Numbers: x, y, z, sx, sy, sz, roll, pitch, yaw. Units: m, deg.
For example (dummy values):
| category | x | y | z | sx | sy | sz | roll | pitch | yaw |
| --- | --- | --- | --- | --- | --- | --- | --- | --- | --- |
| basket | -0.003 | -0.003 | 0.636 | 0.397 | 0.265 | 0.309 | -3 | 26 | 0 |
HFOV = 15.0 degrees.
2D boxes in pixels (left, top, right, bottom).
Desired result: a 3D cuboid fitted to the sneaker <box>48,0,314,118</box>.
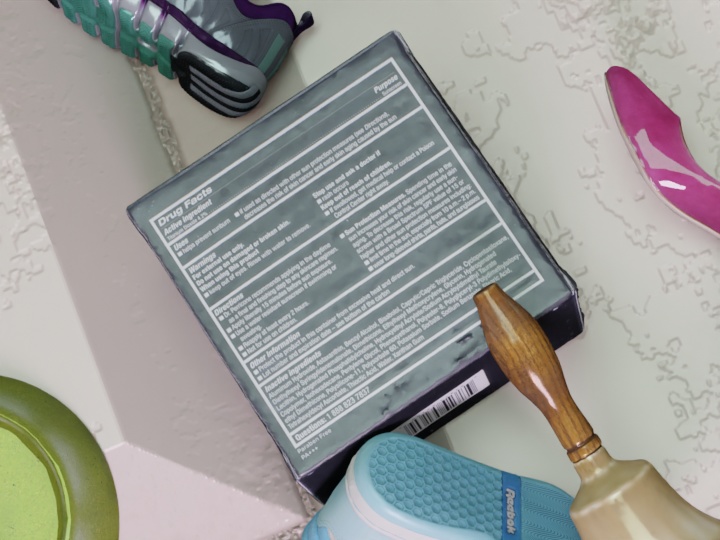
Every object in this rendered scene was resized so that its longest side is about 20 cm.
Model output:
| category | x | y | z | sx | sy | sz | roll | pitch | yaw |
| --- | --- | --- | --- | --- | --- | --- | --- | --- | --- |
| sneaker | -0.129 | -0.182 | 1.759 | 0.200 | 0.074 | 0.088 | 36 | 68 | 7 |

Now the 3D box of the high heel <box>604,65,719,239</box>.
| category | x | y | z | sx | sy | sz | roll | pitch | yaw |
| --- | --- | --- | --- | --- | --- | --- | --- | --- | --- |
| high heel | 0.229 | -0.055 | 1.657 | 0.096 | 0.067 | 0.200 | -33 | 79 | 11 |

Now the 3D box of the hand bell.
| category | x | y | z | sx | sy | sz | roll | pitch | yaw |
| --- | --- | --- | --- | --- | --- | --- | --- | --- | --- |
| hand bell | 0.123 | 0.095 | 1.564 | 0.104 | 0.104 | 0.200 | -34 | 94 | 1 |

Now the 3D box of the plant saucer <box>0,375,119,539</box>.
| category | x | y | z | sx | sy | sz | roll | pitch | yaw |
| --- | --- | --- | --- | --- | --- | --- | --- | --- | --- |
| plant saucer | -0.250 | 0.160 | 1.712 | 0.199 | 0.031 | 0.201 | -2 | 76 | 9 |

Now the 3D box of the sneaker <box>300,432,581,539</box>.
| category | x | y | z | sx | sy | sz | roll | pitch | yaw |
| --- | --- | --- | --- | --- | --- | --- | --- | --- | --- |
| sneaker | 0.056 | 0.176 | 1.641 | 0.199 | 0.131 | 0.080 | 28 | 45 | -17 |

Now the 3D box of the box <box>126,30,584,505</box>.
| category | x | y | z | sx | sy | sz | roll | pitch | yaw |
| --- | --- | --- | --- | --- | --- | --- | --- | --- | --- |
| box | 0.000 | 0.000 | 1.658 | 0.200 | 0.123 | 0.199 | -33 | 76 | -1 |
